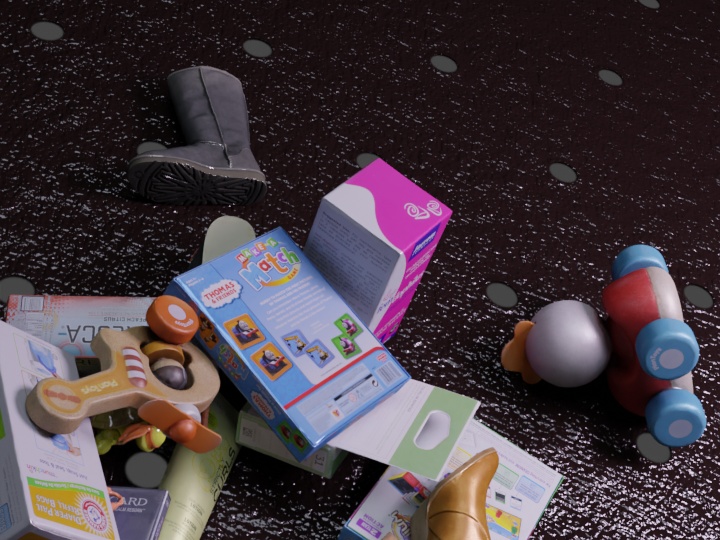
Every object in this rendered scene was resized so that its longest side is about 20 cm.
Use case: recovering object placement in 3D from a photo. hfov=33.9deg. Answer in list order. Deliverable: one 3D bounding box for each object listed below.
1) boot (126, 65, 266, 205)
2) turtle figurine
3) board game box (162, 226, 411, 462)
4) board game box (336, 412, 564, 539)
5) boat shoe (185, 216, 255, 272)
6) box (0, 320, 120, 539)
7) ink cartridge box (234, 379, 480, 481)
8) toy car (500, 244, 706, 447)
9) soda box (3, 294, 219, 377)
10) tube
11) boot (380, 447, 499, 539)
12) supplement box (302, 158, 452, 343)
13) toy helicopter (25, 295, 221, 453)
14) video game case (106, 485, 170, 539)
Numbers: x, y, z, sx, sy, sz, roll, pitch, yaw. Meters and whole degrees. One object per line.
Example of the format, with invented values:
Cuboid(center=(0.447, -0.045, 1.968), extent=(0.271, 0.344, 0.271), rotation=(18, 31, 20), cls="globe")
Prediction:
Cuboid(center=(-0.204, -0.169, 1.404), extent=(0.182, 0.073, 0.200), rotation=(8, 50, -33), cls="boot")
Cuboid(center=(-0.238, 0.137, 1.051), extent=(0.161, 0.064, 0.200), rotation=(11, 34, 22), cls="turtle figurine")
Cuboid(center=(-0.067, 0.063, 1.109), extent=(0.200, 0.037, 0.151), rotation=(50, 43, 10), cls="board game box")
Cuboid(center=(0.090, 0.232, 1.144), extent=(0.153, 0.040, 0.200), rotation=(32, 45, 11), cls="board game box")
Cuboid(center=(-0.157, 0.040, 1.223), extent=(0.074, 0.063, 0.202), rotation=(19, 58, -9), cls="boat shoe")
Cuboid(center=(-0.283, 0.157, 0.945), extent=(0.101, 0.112, 0.200), rotation=(38, 21, -50), cls="box")
Cuboid(center=(-0.001, 0.146, 1.148), extent=(0.200, 0.048, 0.146), rotation=(20, 32, 13), cls="ink cartridge box")
Cuboid(center=(0.256, 0.092, 1.297), extent=(0.200, 0.177, 0.184), rotation=(-11, 31, 8), cls="toy car")
Cuboid(center=(-0.235, 0.065, 1.128), extent=(0.200, 0.068, 0.064), rotation=(2, 68, -5), cls="soda box")
Cuboid(center=(-0.153, 0.191, 1.083), extent=(0.052, 0.058, 0.200), rotation=(13, 42, 6), cls="tube")
Cuboid(center=(0.103, 0.260, 1.053), extent=(0.144, 0.071, 0.201), rotation=(44, 48, 12), cls="boot")
Cuboid(center=(0.000, 0.000, 1.222), extent=(0.103, 0.200, 0.101), rotation=(36, 46, 15), cls="supplement box")
Cuboid(center=(-0.191, 0.104, 0.985), extent=(0.132, 0.079, 0.200), rotation=(49, 29, 16), cls="toy helicopter")
Cuboid(center=(-0.250, 0.260, 0.967), extent=(0.143, 0.019, 0.200), rotation=(2, 42, 11), cls="video game case")
